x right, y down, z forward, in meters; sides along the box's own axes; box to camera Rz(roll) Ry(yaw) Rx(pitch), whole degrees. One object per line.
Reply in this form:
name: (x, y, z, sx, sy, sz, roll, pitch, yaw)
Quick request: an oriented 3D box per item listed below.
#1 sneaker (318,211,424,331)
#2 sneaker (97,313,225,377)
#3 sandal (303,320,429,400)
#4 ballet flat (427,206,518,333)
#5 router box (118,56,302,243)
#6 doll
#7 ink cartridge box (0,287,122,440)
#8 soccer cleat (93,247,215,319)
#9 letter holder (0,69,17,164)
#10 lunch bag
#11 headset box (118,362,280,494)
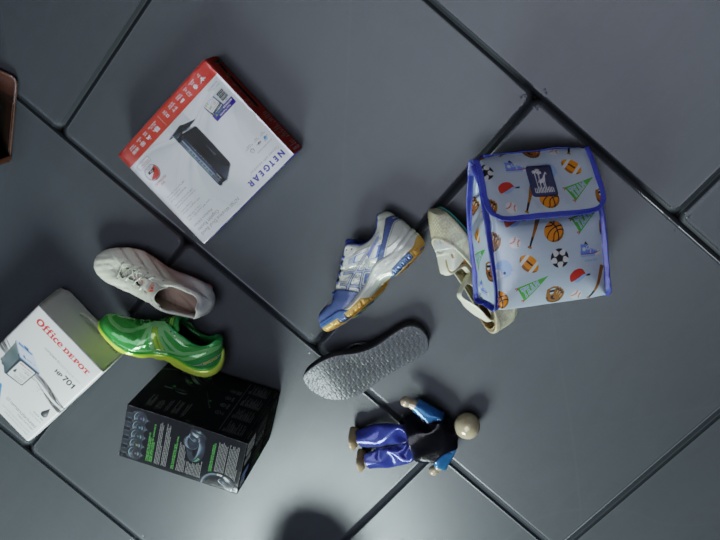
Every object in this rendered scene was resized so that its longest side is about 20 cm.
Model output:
sneaker: (0.000, 0.000, 1.345, 0.088, 0.075, 0.200, 46, 104, 7)
sneaker: (-0.301, 0.097, 1.434, 0.199, 0.074, 0.084, 17, 113, -4)
sandal: (0.011, 0.136, 1.401, 0.200, 0.043, 0.076, -23, 110, 8)
ballet flat: (0.148, 0.002, 1.302, 0.062, 0.067, 0.200, -42, 98, -24)
router box: (-0.215, -0.171, 1.336, 0.180, 0.049, 0.200, 46, 111, -5)
doll: (0.083, 0.250, 1.415, 0.199, 0.048, 0.137, -13, 106, 16)
ink cartridge box: (-0.501, 0.149, 1.484, 0.200, 0.086, 0.146, -40, 96, 22)
soccer cleat: (-0.315, 0.018, 1.404, 0.199, 0.078, 0.070, 20, 111, 5)
letter holder: (-0.622, -0.245, 1.371, 0.199, 0.101, 0.143, 16, 109, 6)
lunch bag: (0.230, -0.058, 1.225, 0.169, 0.124, 0.201, -6, 96, -9)
headset box: (-0.245, 0.228, 1.408, 0.199, 0.174, 0.093, 16, 110, 5)
